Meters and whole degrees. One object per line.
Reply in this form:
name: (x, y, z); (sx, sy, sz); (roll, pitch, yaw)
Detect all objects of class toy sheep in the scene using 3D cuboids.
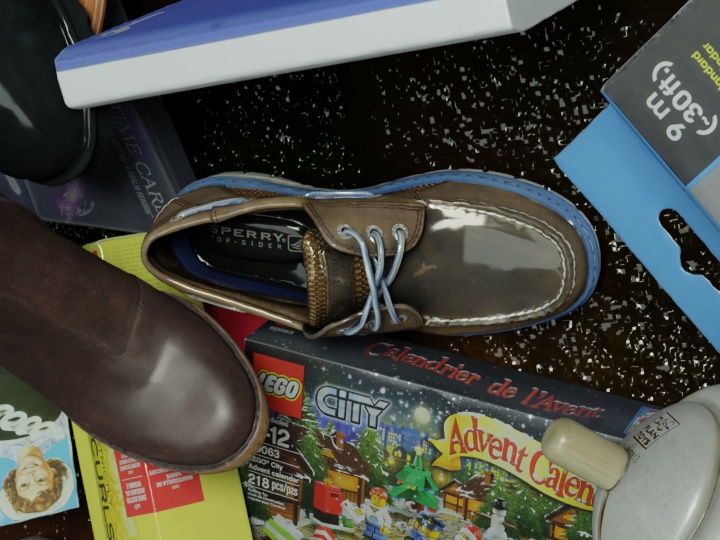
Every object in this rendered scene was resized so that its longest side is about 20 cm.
toy sheep: (0.151, 0.111, 0.695); (0.199, 0.139, 0.138); (28, 128, -19)

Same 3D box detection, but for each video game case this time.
video game case: (-0.175, -0.080, 0.865); (0.198, 0.019, 0.144); (7, 137, 29)

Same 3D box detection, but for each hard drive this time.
hard drive: (-0.002, -0.103, 0.711); (0.198, 0.132, 0.026); (-6, 107, 33)

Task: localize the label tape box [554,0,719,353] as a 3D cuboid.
label tape box: (0.167, -0.040, 0.674); (0.144, 0.063, 0.200); (50, 126, 6)

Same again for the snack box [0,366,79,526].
snack box: (-0.235, 0.073, 0.845); (0.037, 0.198, 0.117); (-151, 52, -63)

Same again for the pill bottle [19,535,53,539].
pill bottle: (-0.118, 0.231, 0.933); (0.199, 0.109, 0.110); (32, 123, 18)

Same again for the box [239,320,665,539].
box: (0.040, 0.108, 0.818); (0.198, 0.038, 0.138); (13, 116, 22)

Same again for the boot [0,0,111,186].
boot: (-0.193, -0.111, 0.698); (0.073, 0.162, 0.200); (-24, 90, 35)

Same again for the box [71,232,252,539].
box: (-0.095, 0.087, 0.854); (0.075, 0.050, 0.202); (-17, 83, 57)

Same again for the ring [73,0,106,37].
ring: (-0.185, -0.144, 0.792); (0.199, 0.019, 0.203); (9, 107, 30)

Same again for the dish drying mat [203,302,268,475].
dish drying mat: (-0.049, 0.064, 0.879); (0.076, 0.018, 0.202); (19, 117, 20)

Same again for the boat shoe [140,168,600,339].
boat shoe: (0.000, 0.000, 0.778); (0.198, 0.072, 0.073); (1, 107, 22)

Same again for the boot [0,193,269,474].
boot: (-0.141, 0.013, 0.737); (0.199, 0.166, 0.073); (33, 90, 21)
